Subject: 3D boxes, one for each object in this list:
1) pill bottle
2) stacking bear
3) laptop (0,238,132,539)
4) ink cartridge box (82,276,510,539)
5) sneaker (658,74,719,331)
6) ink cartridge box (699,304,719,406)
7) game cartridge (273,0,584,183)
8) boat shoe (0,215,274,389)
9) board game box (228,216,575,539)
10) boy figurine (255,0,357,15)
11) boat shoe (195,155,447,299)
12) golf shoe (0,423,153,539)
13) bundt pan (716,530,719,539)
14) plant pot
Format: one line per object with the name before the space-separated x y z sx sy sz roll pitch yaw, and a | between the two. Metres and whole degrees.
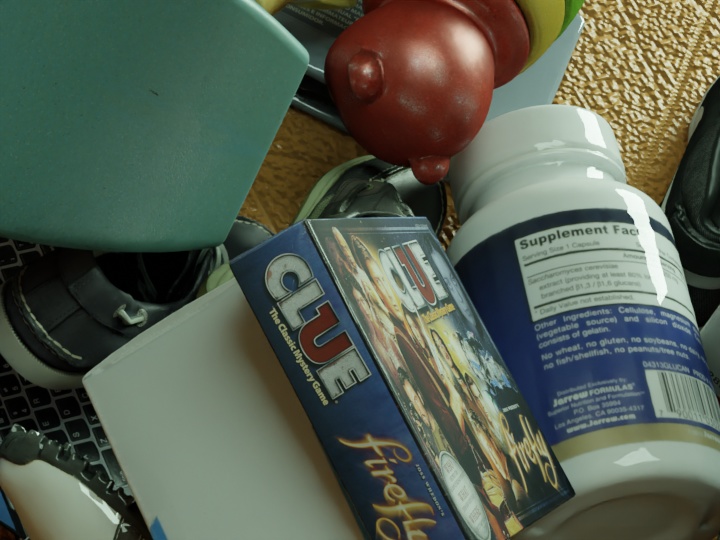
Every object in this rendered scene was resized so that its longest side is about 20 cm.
pill bottle | 0.097 0.029 1.219 0.110 0.111 0.201 1 57 -19
stacking bear | 0.046 -0.131 1.250 0.122 0.113 0.201 56 46 -35
laptop | -0.142 0.006 1.146 0.199 0.116 0.188 -13 63 -26
ink cartridge box | -0.010 0.099 1.072 0.086 0.200 0.147 -30 70 10
sneaker | 0.201 -0.061 1.316 0.073 0.112 0.201 30 53 1
ink cartridge box | 0.236 0.039 1.206 0.147 0.200 0.083 43 54 12
game cartridge | 0.007 -0.128 1.341 0.199 0.042 0.134 27 49 -1
boat shoe | -0.079 0.003 1.161 0.073 0.063 0.200 56 29 11
board game box | 0.021 0.046 1.040 0.034 0.200 0.136 -29 85 13
boy figurine | -0.080 -0.124 1.236 0.199 0.124 0.065 -27 112 -41
boat shoe | 0.000 -0.001 1.196 0.201 0.066 0.072 -37 117 -56
golf shoe | -0.096 0.156 1.054 0.094 0.078 0.201 -37 101 -16
bundt pan | 0.241 0.133 1.144 0.200 0.202 0.076 19 51 -7
plant pot | -0.133 -0.091 1.066 0.199 0.142 0.141 21 10 -37
